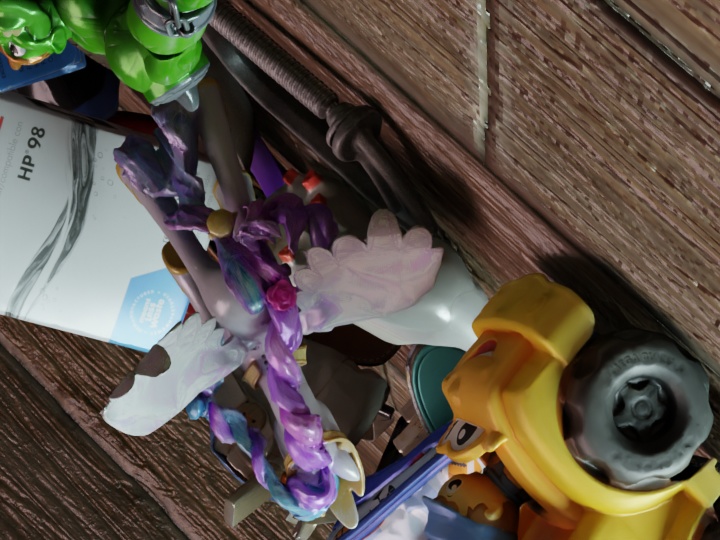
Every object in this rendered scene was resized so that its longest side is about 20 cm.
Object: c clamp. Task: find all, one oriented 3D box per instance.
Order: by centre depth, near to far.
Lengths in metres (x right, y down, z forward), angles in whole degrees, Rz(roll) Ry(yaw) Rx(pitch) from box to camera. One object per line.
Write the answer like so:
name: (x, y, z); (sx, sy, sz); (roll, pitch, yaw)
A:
c clamp: (-0.042, -0.091, 0.886); (0.200, 0.027, 0.171); (43, 172, 21)

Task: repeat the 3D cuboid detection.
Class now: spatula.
spatula: (-0.011, -0.020, 1.111); (0.200, 0.021, 0.057); (42, 161, 7)

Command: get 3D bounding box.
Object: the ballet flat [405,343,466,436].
ballet flat: (0.096, 0.103, 1.062); (0.200, 0.072, 0.072); (48, 172, -12)

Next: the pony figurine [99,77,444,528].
pony figurine: (-0.051, 0.013, 0.900); (0.193, 0.166, 0.201); (77, 168, -65)

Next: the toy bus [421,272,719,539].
toy bus: (0.083, 0.129, 0.784); (0.200, 0.192, 0.136); (47, 174, -8)

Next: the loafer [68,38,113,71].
loafer: (-0.158, -0.177, 0.890); (0.200, 0.067, 0.076); (49, 175, -27)

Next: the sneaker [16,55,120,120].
sneaker: (-0.196, -0.148, 1.222); (0.078, 0.070, 0.200); (65, 177, -23)

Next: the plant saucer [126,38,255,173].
plant saucer: (-0.123, -0.133, 1.060); (0.200, 0.032, 0.200); (46, 173, 8)

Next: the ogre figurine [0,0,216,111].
ogre figurine: (-0.113, -0.142, 0.778); (0.199, 0.098, 0.120); (25, 147, 22)

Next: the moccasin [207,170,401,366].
moccasin: (-0.052, -0.015, 1.176); (0.201, 0.074, 0.078); (47, 176, -7)

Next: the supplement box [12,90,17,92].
supplement box: (-0.323, -0.168, 1.316); (0.134, 0.200, 0.200); (37, 168, 39)

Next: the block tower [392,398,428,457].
block tower: (0.098, 0.154, 1.129); (0.058, 0.054, 0.200); (-4, -127, -51)

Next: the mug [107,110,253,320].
mug: (-0.185, -0.039, 1.281); (0.199, 0.134, 0.178); (20, -168, -11)

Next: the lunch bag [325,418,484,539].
lunch bag: (0.069, 0.157, 1.017); (0.160, 0.200, 0.076); (44, -150, -7)

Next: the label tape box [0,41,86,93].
label tape box: (-0.224, -0.185, 1.017); (0.200, 0.063, 0.145); (30, 137, 58)

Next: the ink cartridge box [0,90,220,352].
ink cartridge box: (-0.186, -0.035, 1.047); (0.199, 0.117, 0.067); (16, -173, -26)

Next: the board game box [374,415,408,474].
board game box: (0.080, 0.178, 1.215); (0.165, 0.057, 0.200); (47, -157, -6)

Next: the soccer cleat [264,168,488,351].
soccer cleat: (0.000, 0.000, 1.010); (0.078, 0.069, 0.200); (46, 170, -30)

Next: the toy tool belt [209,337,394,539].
toy tool belt: (-0.050, 0.115, 1.215); (0.124, 0.123, 0.200); (25, 169, 8)
